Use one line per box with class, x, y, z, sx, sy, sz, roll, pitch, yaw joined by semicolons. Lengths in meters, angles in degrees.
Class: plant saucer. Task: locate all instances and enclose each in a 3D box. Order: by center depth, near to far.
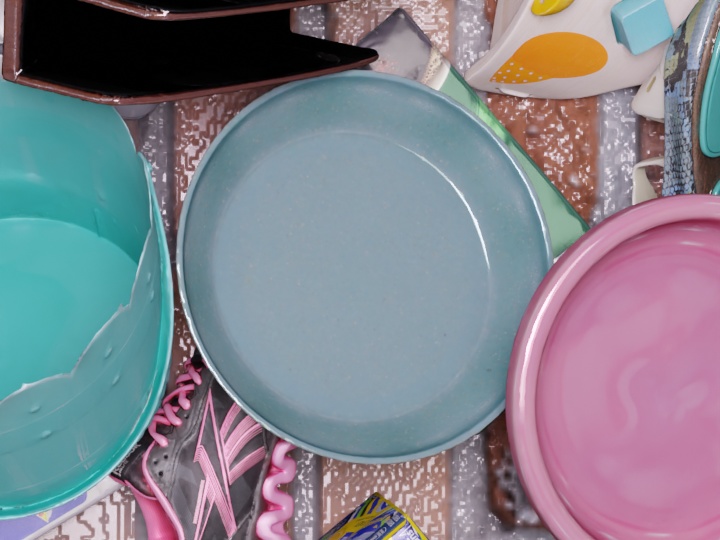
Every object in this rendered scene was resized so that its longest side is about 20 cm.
plant saucer;0.162;0.061;1.212;0.199;0.051;0.202;-2;96;-18
plant saucer;0.000;0.000;1.215;0.198;0.036;0.202;4;77;-17

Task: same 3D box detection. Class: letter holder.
letter holder;-0.052;-0.138;1.155;0.141;0.199;0.101;18;111;36

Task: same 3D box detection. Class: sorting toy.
sorting toy;0.166;-0.185;1.283;0.179;0.107;0.202;10;86;-23

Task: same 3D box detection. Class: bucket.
bucket;-0.188;0.015;1.179;0.205;0.135;0.209;-3;60;6

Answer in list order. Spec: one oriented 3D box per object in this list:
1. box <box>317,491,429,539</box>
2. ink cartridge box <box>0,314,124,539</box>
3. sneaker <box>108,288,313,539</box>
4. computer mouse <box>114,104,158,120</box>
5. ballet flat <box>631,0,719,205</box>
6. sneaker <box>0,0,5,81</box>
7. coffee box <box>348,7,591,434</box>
box;0.013;0.160;1.185;0.064;0.200;0.070;-40;91;-5
ink cartridge box;-0.216;0.114;1.254;0.199;0.037;0.095;-31;90;-8
sneaker;-0.081;0.087;1.235;0.095;0.079;0.202;6;85;-21
computer mouse;-0.125;-0.181;1.255;0.044;0.109;0.202;-9;94;38
ballet flat;0.171;-0.064;1.254;0.074;0.074;0.202;0;107;-4
sneaker;-0.244;-0.112;1.244;0.199;0.079;0.130;45;88;-2
coffee box;0.041;-0.026;1.276;0.123;0.044;0.200;-39;90;-6
